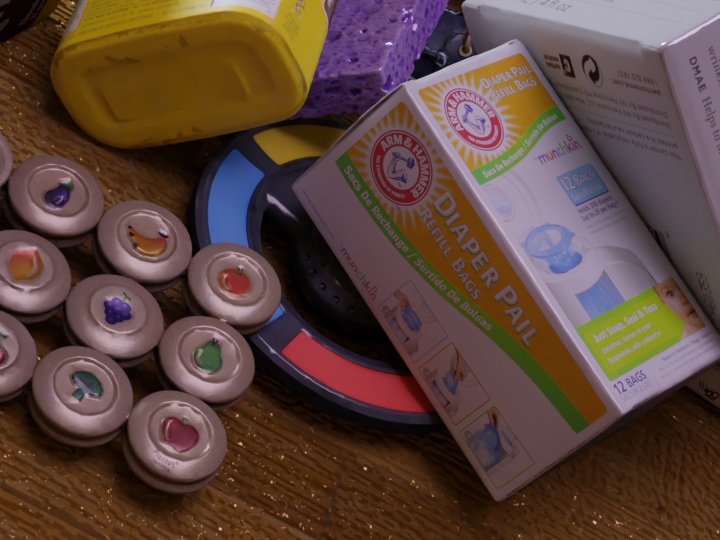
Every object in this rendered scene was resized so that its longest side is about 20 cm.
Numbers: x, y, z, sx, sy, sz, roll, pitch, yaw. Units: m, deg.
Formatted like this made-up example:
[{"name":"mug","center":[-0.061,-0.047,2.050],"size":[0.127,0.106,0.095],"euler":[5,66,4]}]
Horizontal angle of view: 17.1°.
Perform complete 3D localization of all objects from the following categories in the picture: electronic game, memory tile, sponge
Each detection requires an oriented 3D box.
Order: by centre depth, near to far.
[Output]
[{"name":"memory tile","center":[-0.142,0.012,1.160],"size":[0.200,0.017,0.154],"euler":[25,49,-6]},{"name":"electronic game","center":[0.000,0.000,1.276],"size":[0.200,0.042,0.200],"euler":[20,45,-21]},{"name":"sponge","center":[-0.007,-0.152,1.354],"size":[0.200,0.111,0.030],"euler":[-65,144,-48]}]

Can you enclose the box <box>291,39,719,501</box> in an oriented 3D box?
[{"name":"box","center":[0.076,-0.002,1.233],"size":[0.112,0.101,0.200],"euler":[-23,77,-48]}]

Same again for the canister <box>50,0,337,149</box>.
[{"name":"canister","center":[-0.075,-0.165,1.292],"size":[0.200,0.148,0.087],"euler":[-74,146,-43]}]

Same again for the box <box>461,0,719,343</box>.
[{"name":"box","center":[0.182,-0.075,1.278],"size":[0.131,0.199,0.200],"euler":[-31,115,-19]}]

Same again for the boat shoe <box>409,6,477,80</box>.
[{"name":"boat shoe","center":[0.080,-0.131,1.408],"size":[0.200,0.091,0.071],"euler":[30,42,-9]}]

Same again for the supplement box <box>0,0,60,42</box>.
[{"name":"supplement box","center":[-0.256,-0.202,1.202],"size":[0.197,0.133,0.200],"euler":[45,42,6]}]

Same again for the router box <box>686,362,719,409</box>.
[{"name":"router box","center":[0.295,0.063,1.421],"size":[0.200,0.051,0.149],"euler":[35,40,-5]}]
